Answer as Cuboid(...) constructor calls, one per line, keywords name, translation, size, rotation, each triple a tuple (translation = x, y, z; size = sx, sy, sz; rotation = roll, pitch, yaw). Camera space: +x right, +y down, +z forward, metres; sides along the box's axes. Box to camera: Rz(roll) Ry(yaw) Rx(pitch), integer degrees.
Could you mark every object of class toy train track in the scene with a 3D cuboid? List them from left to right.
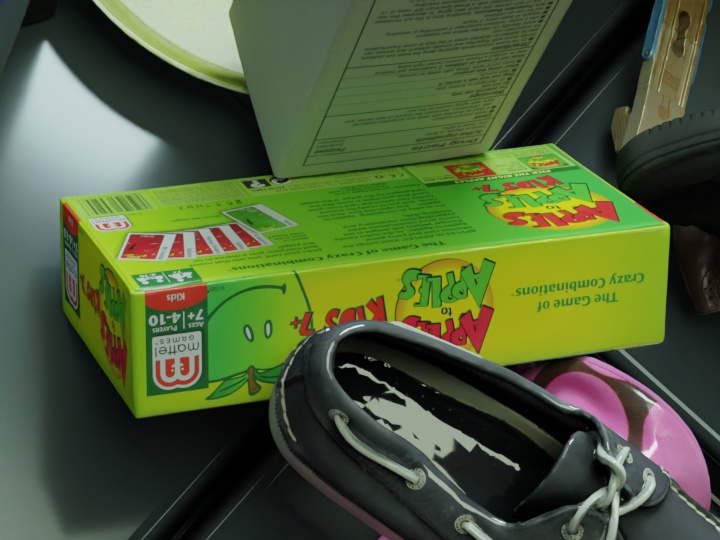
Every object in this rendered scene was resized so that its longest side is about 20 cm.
Cuboid(name="toy train track", translation=(0.132, -0.135, 0.995), size=(0.114, 0.032, 0.201), rotation=(28, 68, -34))

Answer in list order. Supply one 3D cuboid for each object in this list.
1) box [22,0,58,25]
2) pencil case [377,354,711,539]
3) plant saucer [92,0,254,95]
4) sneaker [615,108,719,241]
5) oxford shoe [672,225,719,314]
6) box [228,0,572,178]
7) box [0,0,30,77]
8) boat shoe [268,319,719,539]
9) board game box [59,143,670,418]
Cuboid(name="box", translation=(-0.155, -0.208, 0.866), size=(0.044, 0.160, 0.201), rotation=(-19, 76, -24))
Cuboid(name="pencil case", translation=(0.029, 0.117, 0.834), size=(0.094, 0.091, 0.200), rotation=(40, 64, 20))
Cuboid(name="plant saucer", translation=(-0.036, -0.154, 0.953), size=(0.198, 0.031, 0.202), rotation=(6, 68, -15))
Cuboid(name="sneaker", translation=(0.195, 0.000, 0.873), size=(0.198, 0.060, 0.105), rotation=(2, 66, -6))
Cuboid(name="oxford shoe", translation=(0.216, -0.020, 0.967), size=(0.198, 0.071, 0.074), rotation=(-5, 90, -14))
Cuboid(name="box", translation=(0.023, -0.117, 0.825), size=(0.094, 0.200, 0.078), rotation=(-8, 65, -21))
Cuboid(name="box", translation=(-0.177, -0.152, 0.839), size=(0.041, 0.156, 0.201), rotation=(-18, 74, -25))
Cuboid(name="boat shoe", translation=(0.062, 0.079, 0.771), size=(0.199, 0.063, 0.073), rotation=(30, 67, 1))
Cuboid(name="board game box", translation=(0.000, 0.000, 0.861), size=(0.198, 0.102, 0.048), rotation=(-7, 113, -19))
